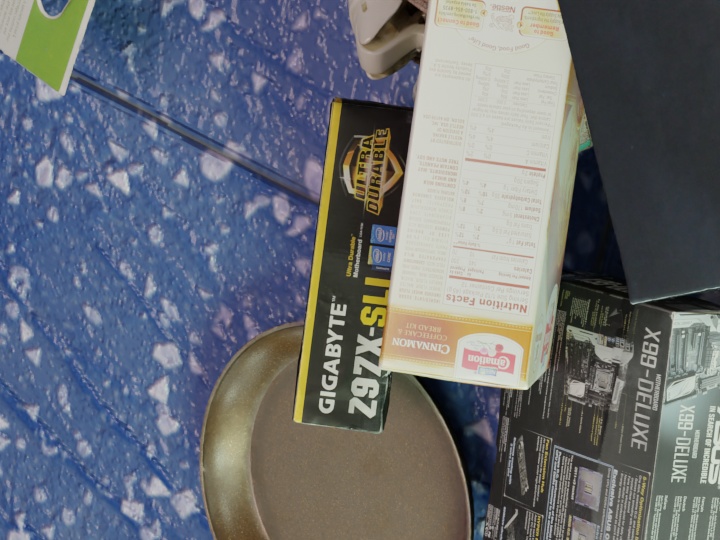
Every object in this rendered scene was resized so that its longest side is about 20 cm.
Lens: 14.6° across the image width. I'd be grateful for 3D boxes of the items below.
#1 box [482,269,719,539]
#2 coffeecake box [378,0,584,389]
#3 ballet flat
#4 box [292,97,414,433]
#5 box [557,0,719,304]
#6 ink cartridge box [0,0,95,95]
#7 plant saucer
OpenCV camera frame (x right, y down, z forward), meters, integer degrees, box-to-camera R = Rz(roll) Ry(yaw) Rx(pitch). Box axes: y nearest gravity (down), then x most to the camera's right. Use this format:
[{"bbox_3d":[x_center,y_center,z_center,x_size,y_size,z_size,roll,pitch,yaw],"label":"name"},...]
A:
[{"bbox_3d":[0.122,0.106,1.401,0.158,0.050,0.200,15,100,63],"label":"box"},{"bbox_3d":[0.064,-0.051,1.333,0.073,0.154,0.200,8,93,7],"label":"coffeecake box"},{"bbox_3d":[0.040,-0.118,1.460,0.200,0.067,0.068,38,159,29],"label":"ballet flat"},{"bbox_3d":[0.000,0.000,1.434,0.049,0.200,0.160,8,89,1],"label":"box"},{"bbox_3d":[0.194,-0.104,1.253,0.123,0.200,0.199,-14,91,41],"label":"box"},{"bbox_3d":[-0.198,-0.216,1.645,0.200,0.076,0.148,38,121,27],"label":"ink cartridge box"},{"bbox_3d":[-0.009,0.124,1.591,0.200,0.032,0.201,11,107,39],"label":"plant saucer"}]
